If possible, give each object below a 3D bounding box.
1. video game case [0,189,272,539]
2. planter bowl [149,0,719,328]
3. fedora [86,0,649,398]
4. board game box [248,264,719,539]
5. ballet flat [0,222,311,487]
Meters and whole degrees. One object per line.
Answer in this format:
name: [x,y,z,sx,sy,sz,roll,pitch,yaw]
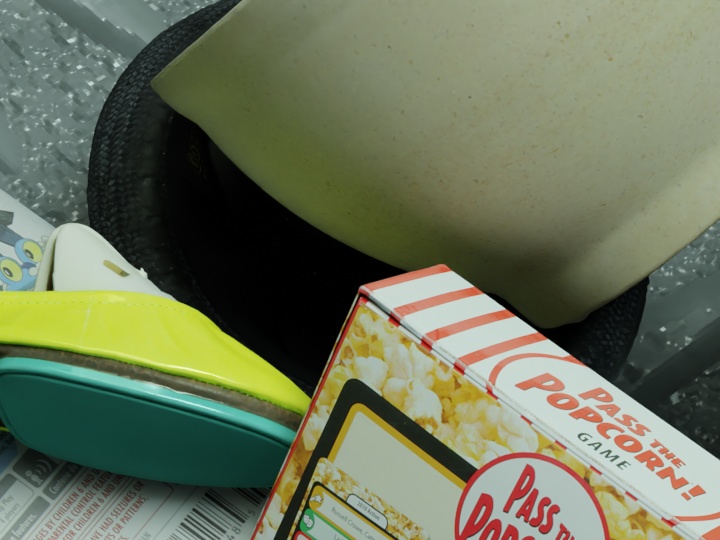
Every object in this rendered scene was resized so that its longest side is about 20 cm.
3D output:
video game case: [-0.129,0.078,0.747,0.182,0.022,0.200,34,69,16]
planter bowl: [0.055,-0.069,0.759,0.135,0.200,0.200,50,56,-6]
fedora: [0.000,0.000,0.862,0.199,0.092,0.201,3,56,-4]
board game box: [0.028,0.124,0.690,0.151,0.201,0.046,36,26,24]
ballet flat: [-0.104,0.018,0.728,0.199,0.067,0.067,3,62,4]
